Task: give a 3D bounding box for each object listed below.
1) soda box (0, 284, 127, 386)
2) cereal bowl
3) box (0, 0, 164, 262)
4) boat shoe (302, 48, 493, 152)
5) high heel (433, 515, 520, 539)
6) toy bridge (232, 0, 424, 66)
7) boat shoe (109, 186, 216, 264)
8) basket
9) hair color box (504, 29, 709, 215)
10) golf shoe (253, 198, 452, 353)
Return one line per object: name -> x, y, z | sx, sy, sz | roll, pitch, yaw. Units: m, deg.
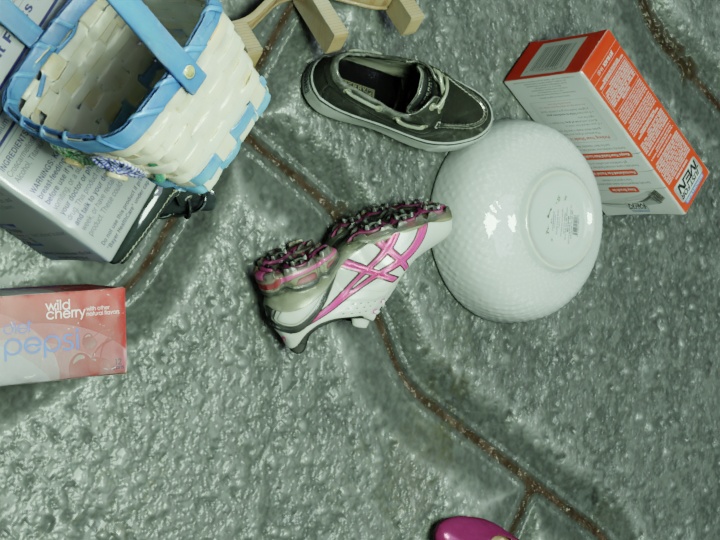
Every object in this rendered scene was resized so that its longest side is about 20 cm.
soda box -> -0.275, 0.050, 1.021 | 0.199, 0.063, 0.071 | -3, 93, -37
cereal bowl -> 0.166, -0.049, 1.337 | 0.199, 0.083, 0.202 | 0, 89, -36
box -> -0.237, -0.134, 1.021 | 0.200, 0.105, 0.185 | 39, 69, -31
boat shoe -> 0.047, -0.154, 1.244 | 0.199, 0.064, 0.071 | 7, 77, -32
high heel -> 0.161, 0.290, 1.329 | 0.199, 0.096, 0.068 | 30, 73, -33
toy bridge -> -0.035, -0.223, 1.201 | 0.199, 0.027, 0.067 | -19, 67, -34
boat shoe -> -0.140, -0.077, 1.113 | 0.066, 0.074, 0.200 | 37, 60, -19
basket -> -0.166, -0.143, 0.900 | 0.140, 0.176, 0.200 | -55, 131, -17
hair color box -> 0.248, -0.143, 1.378 | 0.200, 0.111, 0.064 | 49, 64, -27
golf shoe -> 0.000, 0.000, 1.225 | 0.199, 0.072, 0.093 | -25, 112, -23
